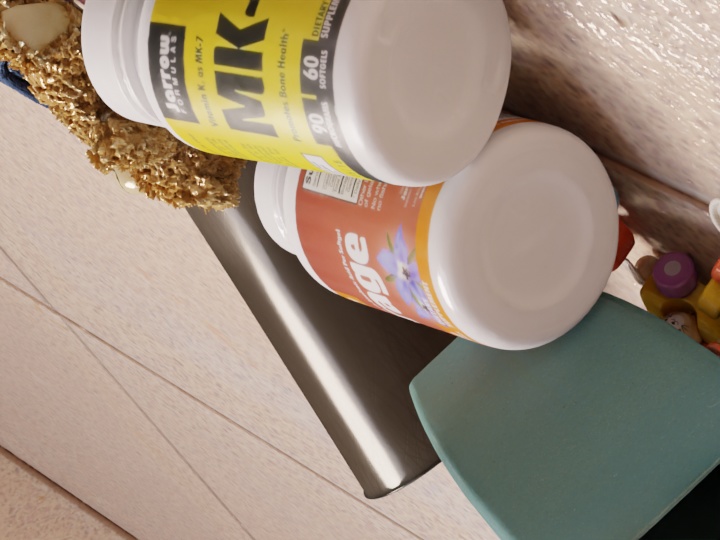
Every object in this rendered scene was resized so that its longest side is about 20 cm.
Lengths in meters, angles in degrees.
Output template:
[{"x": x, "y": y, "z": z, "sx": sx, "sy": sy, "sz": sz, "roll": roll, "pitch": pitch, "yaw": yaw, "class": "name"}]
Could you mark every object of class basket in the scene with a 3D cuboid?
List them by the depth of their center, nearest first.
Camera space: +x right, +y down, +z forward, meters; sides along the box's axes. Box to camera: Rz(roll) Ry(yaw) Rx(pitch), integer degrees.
[{"x": 0.000, "y": 0.000, "z": 1.646, "sx": 0.200, "sy": 0.180, "sz": 0.136, "roll": 50, "pitch": 137, "yaw": -9, "class": "basket"}]

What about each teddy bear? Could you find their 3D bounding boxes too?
[{"x": -0.142, "y": -0.095, "z": 1.516, "sx": 0.145, "sy": 0.067, "sz": 0.200, "roll": 43, "pitch": -176, "yaw": 29, "class": "teddy bear"}]

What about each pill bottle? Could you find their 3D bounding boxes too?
[{"x": -0.035, "y": -0.108, "z": 1.384, "sx": 0.199, "sy": 0.115, "sz": 0.114, "roll": 11, "pitch": 150, "yaw": 43, "class": "pill bottle"}, {"x": 0.031, "y": -0.031, "z": 1.459, "sx": 0.112, "sy": 0.112, "sz": 0.200, "roll": 47, "pitch": 164, "yaw": -31, "class": "pill bottle"}]

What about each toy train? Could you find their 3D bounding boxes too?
[{"x": 0.152, "y": 0.007, "z": 1.446, "sx": 0.150, "sy": 0.056, "sz": 0.200, "roll": 46, "pitch": 166, "yaw": -26, "class": "toy train"}]

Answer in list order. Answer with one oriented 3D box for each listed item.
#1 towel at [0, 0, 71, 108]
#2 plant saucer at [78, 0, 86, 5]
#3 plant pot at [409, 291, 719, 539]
[{"x": -0.224, "y": -0.182, "z": 1.658, "sx": 0.201, "sy": 0.048, "sz": 0.112, "roll": 60, "pitch": -164, "yaw": 25, "class": "towel"}, {"x": -0.134, "y": -0.167, "z": 1.587, "sx": 0.200, "sy": 0.051, "sz": 0.201, "roll": 37, "pitch": -177, "yaw": -2, "class": "plant saucer"}, {"x": 0.125, "y": 0.099, "z": 1.431, "sx": 0.200, "sy": 0.141, "sz": 0.141, "roll": 43, "pitch": 174, "yaw": 46, "class": "plant pot"}]
